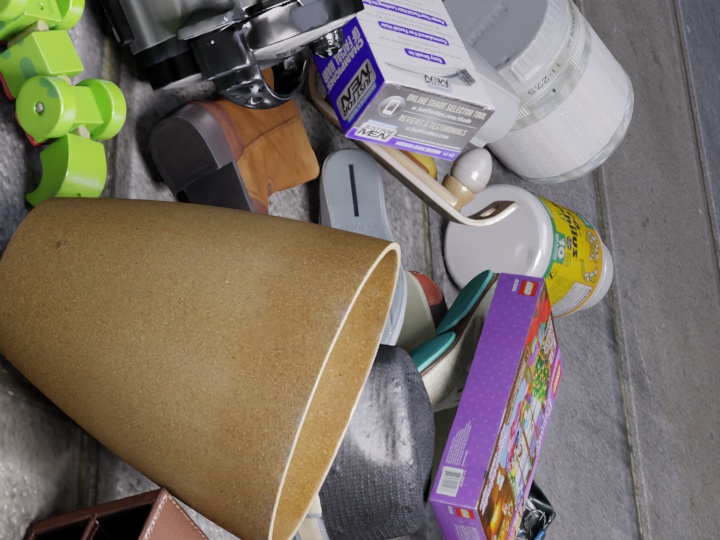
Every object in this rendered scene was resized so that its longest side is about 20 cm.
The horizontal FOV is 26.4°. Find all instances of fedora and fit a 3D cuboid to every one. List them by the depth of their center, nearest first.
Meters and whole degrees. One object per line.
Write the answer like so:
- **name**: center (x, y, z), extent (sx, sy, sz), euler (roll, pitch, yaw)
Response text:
- **fedora**: center (0.002, 0.119, 1.072), extent (0.201, 0.091, 0.202), euler (-3, 90, -78)

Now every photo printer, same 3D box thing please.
- **photo printer**: center (0.039, -0.197, 1.357), extent (0.167, 0.070, 0.200), euler (48, 16, 30)

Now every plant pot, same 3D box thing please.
- **plant pot**: center (-0.102, 0.036, 0.871), extent (0.186, 0.199, 0.187), euler (22, 90, -80)

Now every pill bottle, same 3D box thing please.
- **pill bottle**: center (0.173, -0.013, 1.504), extent (0.200, 0.112, 0.114), euler (17, 59, -57)

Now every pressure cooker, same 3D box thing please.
- **pressure cooker**: center (-0.092, -0.209, 1.064), extent (0.175, 0.178, 0.201), euler (-27, 101, -31)

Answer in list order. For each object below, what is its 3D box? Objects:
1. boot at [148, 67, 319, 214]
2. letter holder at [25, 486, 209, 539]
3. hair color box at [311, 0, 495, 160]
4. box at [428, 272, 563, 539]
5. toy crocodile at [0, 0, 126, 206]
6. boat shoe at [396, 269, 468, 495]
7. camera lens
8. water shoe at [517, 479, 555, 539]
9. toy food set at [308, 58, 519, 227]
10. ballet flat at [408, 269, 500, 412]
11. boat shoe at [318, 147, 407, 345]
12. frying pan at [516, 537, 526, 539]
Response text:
- **boot**: center (-0.076, -0.051, 1.156), extent (0.189, 0.068, 0.200), euler (60, 21, -6)
- **letter holder**: center (-0.111, 0.246, 0.843), extent (0.200, 0.100, 0.143), euler (55, 33, -28)
- **hair color box**: center (0.014, -0.184, 1.177), extent (0.109, 0.065, 0.201), euler (9, 44, -37)
- **box**: center (0.108, 0.122, 1.172), extent (0.137, 0.039, 0.201), euler (70, 34, -53)
- **toy crocodile**: center (-0.204, -0.134, 0.961), extent (0.067, 0.062, 0.201), euler (-9, 77, -62)
- **boat shoe**: center (0.060, 0.095, 1.283), extent (0.062, 0.071, 0.201), euler (19, 53, -60)
- **camera lens**: center (0.176, -0.196, 1.571), extent (0.200, 0.159, 0.161), euler (41, 40, -44)
- **water shoe**: center (0.126, 0.223, 1.307), extent (0.071, 0.079, 0.201), euler (20, 57, -56)
- **toy food set**: center (0.039, -0.109, 1.252), extent (0.200, 0.060, 0.144), euler (40, 2, -3)
- **ballet flat**: center (0.077, 0.071, 1.212), extent (0.062, 0.067, 0.200), euler (51, 48, -8)
- **boat shoe**: center (0.000, 0.000, 1.224), extent (0.067, 0.073, 0.201), euler (93, -2, -59)
- **frying pan**: center (0.090, 0.246, 1.240), extent (0.115, 0.031, 0.190), euler (-45, 108, -13)
